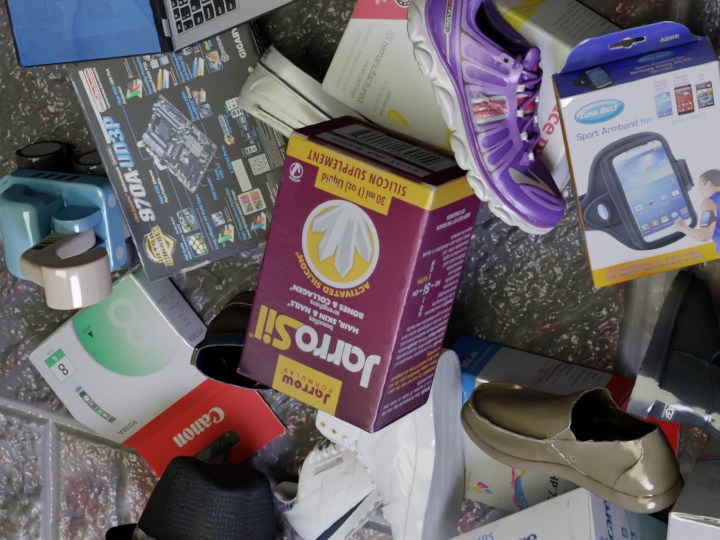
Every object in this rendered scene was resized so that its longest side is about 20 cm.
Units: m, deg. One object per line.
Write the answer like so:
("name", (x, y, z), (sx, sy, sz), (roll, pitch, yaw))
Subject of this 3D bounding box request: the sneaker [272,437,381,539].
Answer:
("sneaker", (-0.005, 0.170, 1.734), (0.081, 0.076, 0.200), (48, 126, 9))

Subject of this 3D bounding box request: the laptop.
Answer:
("laptop", (-0.175, -0.272, 1.563), (0.199, 0.116, 0.189), (-18, 80, 31))

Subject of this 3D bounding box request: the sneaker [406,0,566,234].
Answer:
("sneaker", (0.103, -0.121, 1.452), (0.083, 0.081, 0.201), (-21, 101, 25))

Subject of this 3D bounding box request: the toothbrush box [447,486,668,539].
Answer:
("toothbrush box", (0.185, 0.258, 1.607), (0.146, 0.086, 0.199), (-26, 141, 32))

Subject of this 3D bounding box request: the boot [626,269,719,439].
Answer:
("boot", (0.311, 0.087, 1.501), (0.198, 0.165, 0.066), (19, 130, 10))

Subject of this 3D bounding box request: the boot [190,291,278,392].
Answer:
("boot", (-0.048, 0.087, 1.704), (0.198, 0.097, 0.075), (18, 119, 19))

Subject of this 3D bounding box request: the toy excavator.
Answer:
("toy excavator", (-0.255, -0.025, 1.691), (0.193, 0.200, 0.101), (7, 116, 28))

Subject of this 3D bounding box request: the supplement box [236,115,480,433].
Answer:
("supplement box", (0.000, 0.000, 1.524), (0.130, 0.103, 0.202), (21, 110, 22))

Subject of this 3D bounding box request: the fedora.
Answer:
("fedora", (-0.130, 0.216, 1.769), (0.199, 0.200, 0.093), (12, 92, 21))

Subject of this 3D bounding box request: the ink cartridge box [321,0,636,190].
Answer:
("ink cartridge box", (0.091, -0.158, 1.537), (0.199, 0.083, 0.146), (32, 123, 10))

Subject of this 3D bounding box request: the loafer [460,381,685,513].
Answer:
("loafer", (0.162, 0.119, 1.531), (0.199, 0.076, 0.068), (18, 123, 35))

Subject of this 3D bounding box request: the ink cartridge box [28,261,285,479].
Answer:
("ink cartridge box", (-0.187, 0.110, 1.814), (0.161, 0.050, 0.201), (-36, 91, 34))

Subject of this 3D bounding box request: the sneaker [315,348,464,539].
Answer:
("sneaker", (0.021, 0.154, 1.642), (0.115, 0.074, 0.202), (8, 104, 28))

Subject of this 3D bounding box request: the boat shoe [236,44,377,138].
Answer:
("boat shoe", (-0.017, -0.086, 1.604), (0.201, 0.075, 0.086), (38, 99, -5))

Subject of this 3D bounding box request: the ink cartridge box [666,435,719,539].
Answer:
("ink cartridge box", (0.293, 0.206, 1.526), (0.085, 0.200, 0.149), (10, 115, 22))

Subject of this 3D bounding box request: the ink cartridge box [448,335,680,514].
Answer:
("ink cartridge box", (0.156, 0.140, 1.643), (0.198, 0.067, 0.117), (14, 116, 21))

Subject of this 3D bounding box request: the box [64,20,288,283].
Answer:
("box", (-0.135, -0.108, 1.661), (0.158, 0.046, 0.202), (-19, 104, 8))

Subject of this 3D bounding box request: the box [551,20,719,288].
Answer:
("box", (0.211, -0.086, 1.474), (0.118, 0.042, 0.201), (-14, 129, 4))
